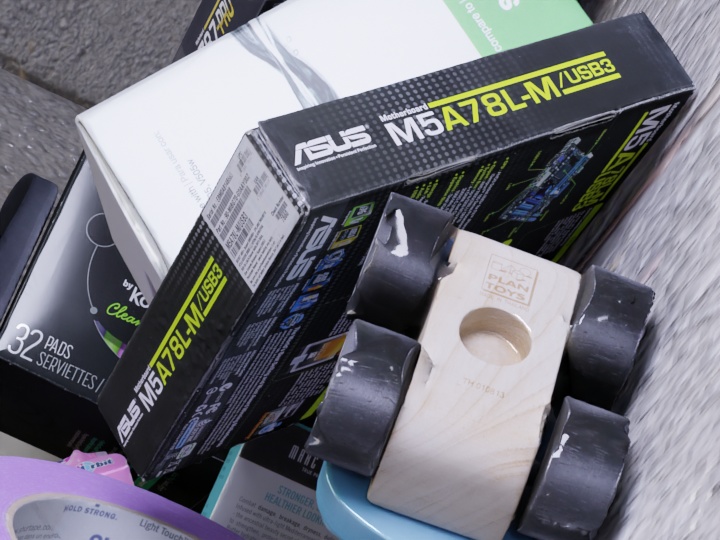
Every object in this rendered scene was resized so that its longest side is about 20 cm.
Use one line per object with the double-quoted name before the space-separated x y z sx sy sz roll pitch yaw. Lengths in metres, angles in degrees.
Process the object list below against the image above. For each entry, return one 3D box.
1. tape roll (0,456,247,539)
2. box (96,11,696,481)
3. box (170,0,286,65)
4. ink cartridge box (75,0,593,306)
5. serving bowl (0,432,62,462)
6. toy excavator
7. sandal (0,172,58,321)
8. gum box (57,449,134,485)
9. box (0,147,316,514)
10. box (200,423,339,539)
"tape roll" -0.091 0.151 0.923 0.066 0.200 0.200 -64 8 10
"box" 0.011 -0.008 0.915 0.193 0.048 0.200 -22 -22 -35
"box" 0.017 -0.140 1.198 0.049 0.200 0.161 69 155 19
"ink cartridge box" -0.010 -0.053 0.974 0.200 0.083 0.147 -30 -17 -10
"serving bowl" -0.097 0.099 1.272 0.066 0.200 0.200 12 75 51
"toy excavator" 0.030 0.060 0.853 0.195 0.100 0.200 -71 1 -45
"sandal" -0.192 -0.001 1.162 0.076 0.043 0.200 -62 8 20
"gum box" -0.145 0.192 1.103 0.066 0.113 0.200 154 101 -77
"box" -0.075 0.037 1.171 0.124 0.200 0.149 133 160 -67
"box" -0.053 0.169 1.057 0.200 0.082 0.049 -66 7 -7
